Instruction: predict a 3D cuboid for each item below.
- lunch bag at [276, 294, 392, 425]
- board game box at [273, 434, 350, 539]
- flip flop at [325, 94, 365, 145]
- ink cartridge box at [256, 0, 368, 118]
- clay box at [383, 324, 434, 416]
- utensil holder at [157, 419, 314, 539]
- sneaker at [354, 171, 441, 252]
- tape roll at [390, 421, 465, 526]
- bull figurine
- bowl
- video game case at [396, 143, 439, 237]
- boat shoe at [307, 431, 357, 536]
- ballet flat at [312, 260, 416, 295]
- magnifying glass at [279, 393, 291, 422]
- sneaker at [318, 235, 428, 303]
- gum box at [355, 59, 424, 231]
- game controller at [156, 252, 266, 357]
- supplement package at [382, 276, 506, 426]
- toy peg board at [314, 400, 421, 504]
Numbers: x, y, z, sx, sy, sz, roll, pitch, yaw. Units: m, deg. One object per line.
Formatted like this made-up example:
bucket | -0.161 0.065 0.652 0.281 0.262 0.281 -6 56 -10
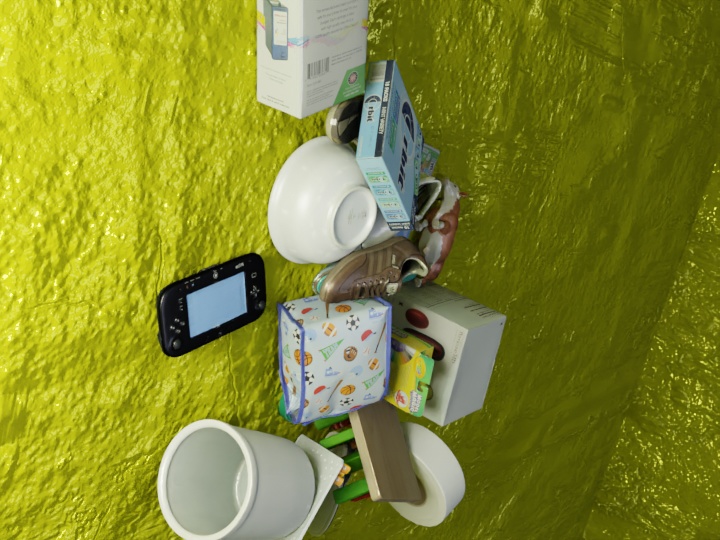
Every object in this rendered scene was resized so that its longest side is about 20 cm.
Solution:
lunch bag | -0.043 0.140 1.498 0.167 0.124 0.204 -13 117 -21
board game box | -0.108 0.385 1.545 0.026 0.199 0.202 34 79 -21
flip flop | -0.023 -0.221 1.379 0.200 0.056 0.083 -29 127 -71
ink cartridge box | -0.062 -0.327 1.241 0.144 0.086 0.204 -31 136 -43
clay box | 0.049 0.157 1.606 0.047 0.198 0.117 -16 124 -49
utensil holder | -0.180 0.323 1.412 0.199 0.168 0.173 27 88 -59
sneaker | 0.061 -0.096 1.530 0.201 0.070 0.074 -52 127 -28
tape roll | 0.110 0.406 1.856 0.070 0.200 0.206 -36 137 -38
bull figurine | 0.136 -0.066 1.709 0.121 0.064 0.204 -22 129 -56
bowl | -0.039 -0.092 1.406 0.199 0.090 0.205 -26 128 -38
video game case | 0.053 -0.141 1.586 0.199 0.022 0.186 13 100 -57
boat shoe | -0.049 0.399 1.738 0.067 0.071 0.204 8 101 -56
ballet flat | 0.000 0.000 1.550 0.196 0.074 0.076 -6 118 -28
magnifying glass | -0.070 0.216 1.637 0.198 0.022 0.081 -9 117 -54
sneaker | 0.026 0.008 1.457 0.198 0.075 0.071 -30 147 -34
gum box | 0.048 -0.185 1.416 0.201 0.044 0.173 58 35 -57
game controller | -0.206 0.045 1.311 0.198 0.042 0.106 -26 130 -47
supplement package | 0.132 0.144 1.719 0.146 0.198 0.195 -11 119 -52
toy peg board | 0.007 0.324 1.669 0.096 0.204 0.199 -23 159 18
